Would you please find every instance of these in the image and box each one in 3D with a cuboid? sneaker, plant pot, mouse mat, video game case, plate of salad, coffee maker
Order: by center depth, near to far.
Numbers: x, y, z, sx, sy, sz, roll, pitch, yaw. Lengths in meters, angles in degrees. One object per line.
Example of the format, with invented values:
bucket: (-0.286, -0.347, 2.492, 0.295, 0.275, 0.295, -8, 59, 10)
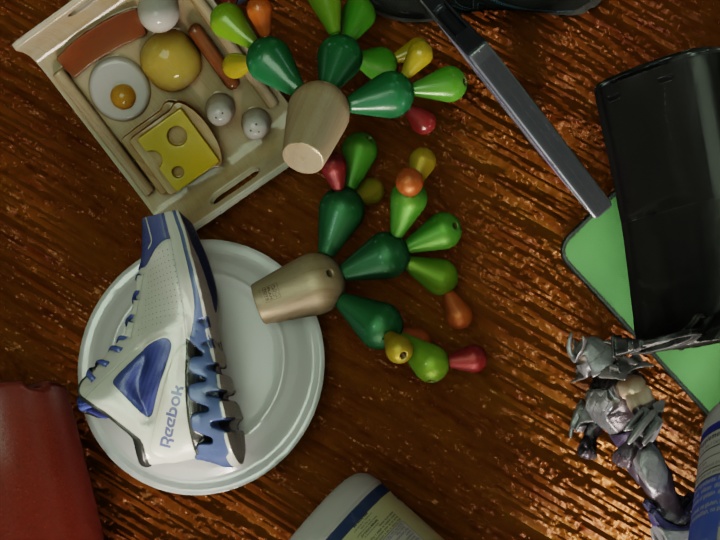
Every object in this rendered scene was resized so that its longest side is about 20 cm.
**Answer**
coffee maker: (0.240, -0.050, 1.104, 0.134, 0.192, 0.202, -13, 83, 26)
video game case: (0.105, -0.122, 1.110, 0.019, 0.200, 0.143, -39, 110, 6)
sneaker: (-0.161, 0.059, 1.190, 0.114, 0.081, 0.201, -13, 77, 3)
mouse mat: (0.270, 0.002, 1.195, 0.161, 0.008, 0.200, -43, 82, 6)
sneaker: (0.086, -0.230, 1.199, 0.198, 0.082, 0.074, -1, 91, 12)
plant pot: (-0.280, 0.195, 1.200, 0.199, 0.201, 0.197, -13, 79, 10)
plate of salad: (-0.124, 0.076, 1.246, 0.198, 0.048, 0.202, -2, 77, 8)

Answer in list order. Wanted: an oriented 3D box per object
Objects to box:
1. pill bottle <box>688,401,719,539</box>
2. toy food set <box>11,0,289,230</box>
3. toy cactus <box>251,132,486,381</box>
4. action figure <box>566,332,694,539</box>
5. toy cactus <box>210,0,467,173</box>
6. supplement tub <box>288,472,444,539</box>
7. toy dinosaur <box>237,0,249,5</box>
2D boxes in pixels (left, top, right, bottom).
pill bottle: (0.284, 0.152, 1.083, 0.111, 0.112, 0.201, 9, 59, 11)
toy food set: (-0.151, -0.135, 1.224, 0.143, 0.060, 0.201, -34, 106, 8)
toy cactus: (0.000, 0.000, 1.189, 0.164, 0.102, 0.202, -20, 88, 2)
action figure: (0.201, 0.133, 1.150, 0.069, 0.130, 0.201, -29, 92, -2)
toy cactus: (-0.027, -0.137, 1.164, 0.199, 0.102, 0.166, 24, 51, -8)
supplement tub: (0.028, 0.263, 1.162, 0.200, 0.145, 0.145, 40, 95, 9)
toy dinosaur: (-0.103, -0.304, 1.246, 0.198, 0.105, 0.183, -11, 76, -11)
